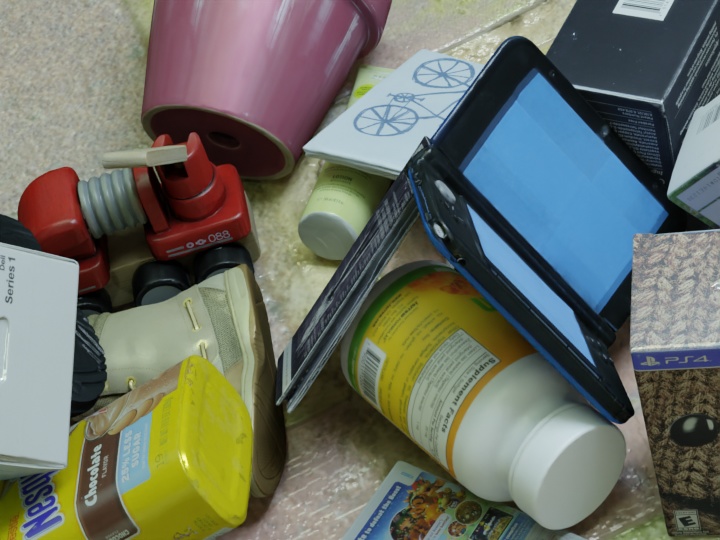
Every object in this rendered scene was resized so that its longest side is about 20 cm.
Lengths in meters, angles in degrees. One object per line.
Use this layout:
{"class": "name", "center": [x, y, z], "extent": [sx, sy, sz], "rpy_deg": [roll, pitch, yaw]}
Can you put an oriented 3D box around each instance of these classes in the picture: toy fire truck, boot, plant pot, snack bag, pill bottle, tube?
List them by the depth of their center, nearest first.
{"class": "pill bottle", "center": [0.086, 0.087, 1.544], "extent": [0.111, 0.111, 0.200], "rpy_deg": [-37, 49, -16]}
{"class": "boot", "center": [-0.138, 0.094, 1.635], "extent": [0.154, 0.073, 0.201], "rpy_deg": [-15, 50, 7]}
{"class": "boot", "center": [-0.271, 0.075, 1.644], "extent": [0.163, 0.073, 0.199], "rpy_deg": [-53, 50, 27]}
{"class": "toy fire truck", "center": [-0.178, -0.046, 1.682], "extent": [0.175, 0.201, 0.129], "rpy_deg": [-16, 46, 3]}
{"class": "snack bag", "center": [0.086, -0.109, 1.729], "extent": [0.199, 0.022, 0.189], "rpy_deg": [15, 36, 27]}
{"class": "tube", "center": [0.004, -0.094, 1.775], "extent": [0.052, 0.058, 0.201], "rpy_deg": [-36, 21, 45]}
{"class": "plant pot", "center": [-0.088, -0.179, 1.792], "extent": [0.199, 0.200, 0.180], "rpy_deg": [8, 68, 23]}

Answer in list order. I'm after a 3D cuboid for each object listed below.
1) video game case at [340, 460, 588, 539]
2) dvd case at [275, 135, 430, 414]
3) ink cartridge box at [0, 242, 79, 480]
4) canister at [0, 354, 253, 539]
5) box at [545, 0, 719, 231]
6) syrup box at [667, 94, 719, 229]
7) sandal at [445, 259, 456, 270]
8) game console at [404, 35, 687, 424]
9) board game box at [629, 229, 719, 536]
{"class": "video game case", "center": [0.070, 0.216, 1.501], "extent": [0.199, 0.018, 0.143], "rpy_deg": [21, 59, 31]}
{"class": "dvd case", "center": [0.000, 0.000, 1.591], "extent": [0.201, 0.016, 0.149], "rpy_deg": [-56, 7, 7]}
{"class": "ink cartridge box", "center": [-0.281, 0.071, 1.538], "extent": [0.199, 0.084, 0.146], "rpy_deg": [-14, 70, 48]}
{"class": "canister", "center": [-0.173, 0.157, 1.523], "extent": [0.199, 0.087, 0.149], "rpy_deg": [-31, 28, 19]}
{"class": "box", "center": [0.222, -0.135, 1.651], "extent": [0.104, 0.183, 0.201], "rpy_deg": [12, 54, 28]}
{"class": "syrup box", "center": [0.317, -0.043, 1.536], "extent": [0.199, 0.079, 0.082], "rpy_deg": [31, 59, -12]}
{"class": "sandal", "center": [0.096, -0.050, 1.698], "extent": [0.079, 0.059, 0.208], "rpy_deg": [-8, 48, 10]}
{"class": "game console", "center": [0.136, -0.028, 1.487], "extent": [0.118, 0.200, 0.171], "rpy_deg": [-42, 22, 12]}
{"class": "board game box", "center": [0.263, 0.072, 1.444], "extent": [0.158, 0.201, 0.097], "rpy_deg": [-4, 48, 14]}
